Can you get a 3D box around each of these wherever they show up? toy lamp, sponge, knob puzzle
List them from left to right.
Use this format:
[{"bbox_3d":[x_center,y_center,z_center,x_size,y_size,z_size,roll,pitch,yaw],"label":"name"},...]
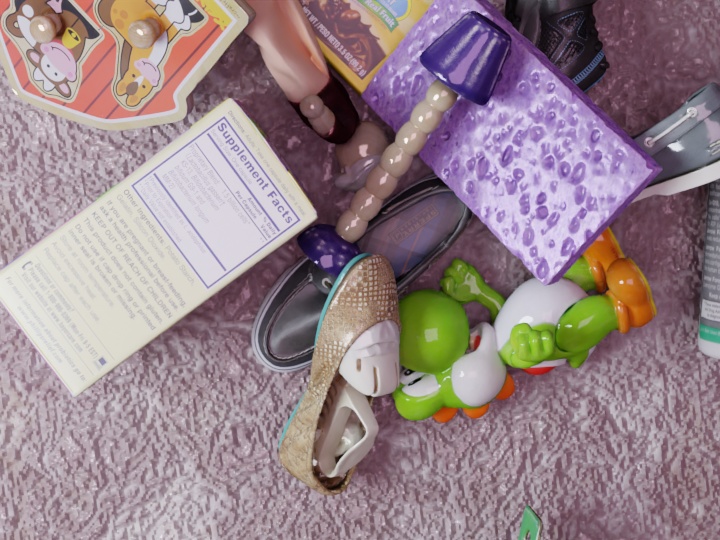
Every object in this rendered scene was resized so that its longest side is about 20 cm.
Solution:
[{"bbox_3d":[-0.192,-0.175,1.172,0.219,0.030,0.221,14,124,21],"label":"knob puzzle"},{"bbox_3d":[0.032,-0.087,1.167,0.058,0.058,0.200,36,106,-5],"label":"toy lamp"},{"bbox_3d":[0.101,-0.097,1.183,0.200,0.030,0.112,47,112,18],"label":"sponge"}]

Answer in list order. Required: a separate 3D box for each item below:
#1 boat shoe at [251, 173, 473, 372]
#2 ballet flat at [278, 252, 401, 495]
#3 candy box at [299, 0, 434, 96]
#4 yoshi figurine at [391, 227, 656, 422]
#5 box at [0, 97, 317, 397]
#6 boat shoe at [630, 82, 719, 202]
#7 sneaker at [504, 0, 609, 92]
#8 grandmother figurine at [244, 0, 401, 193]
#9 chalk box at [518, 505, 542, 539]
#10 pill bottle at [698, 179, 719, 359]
[{"bbox_3d":[0.000,0.000,1.238,0.200,0.057,0.069,-41,95,1],"label":"boat shoe"},{"bbox_3d":[-0.003,0.080,1.203,0.070,0.065,0.201,-17,139,-37],"label":"ballet flat"},{"bbox_3d":[-0.032,-0.232,1.233,0.102,0.026,0.200,-45,95,-1],"label":"candy box"},{"bbox_3d":[0.102,0.032,1.228,0.199,0.112,0.112,-30,80,3],"label":"yoshi figurine"},{"bbox_3d":[-0.137,-0.022,1.171,0.200,0.176,0.097,-36,96,1],"label":"box"},{"bbox_3d":[0.177,-0.079,1.201,0.199,0.073,0.062,-16,107,33],"label":"boat shoe"},{"bbox_3d":[0.143,-0.176,1.228,0.082,0.073,0.201,17,104,-7],"label":"sneaker"},{"bbox_3d":[-0.034,-0.131,1.200,0.060,0.121,0.200,-29,119,17],"label":"grandmother figurine"},{"bbox_3d":[0.118,0.275,1.234,0.123,0.124,0.201,-4,94,-2],"label":"chalk box"},{"bbox_3d":[0.303,-0.036,1.220,0.112,0.113,0.201,2,96,-3],"label":"pill bottle"}]
